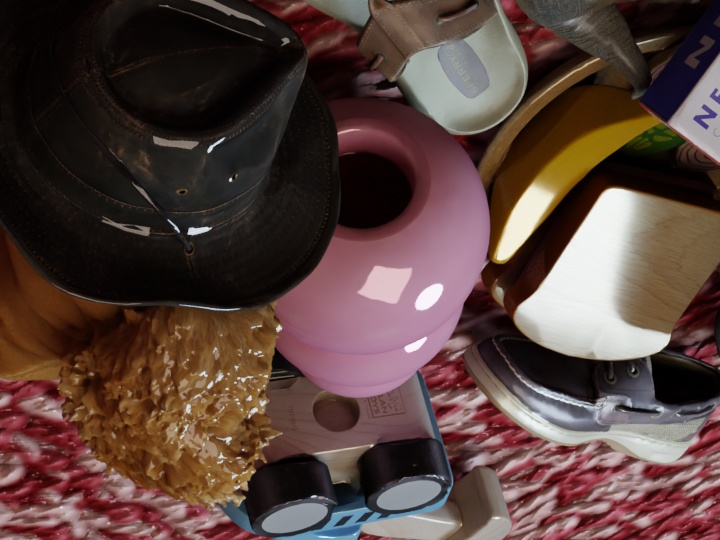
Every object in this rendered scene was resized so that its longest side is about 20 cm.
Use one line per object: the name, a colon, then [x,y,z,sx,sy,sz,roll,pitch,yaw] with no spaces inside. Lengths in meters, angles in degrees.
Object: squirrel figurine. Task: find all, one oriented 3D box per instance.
squirrel figurine: [-0.116,0.017,1.290,0.141,0.200,0.187,-4,153,-39]

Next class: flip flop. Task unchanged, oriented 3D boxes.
flip flop: [0.028,-0.113,1.315,0.081,0.058,0.200,-30,143,9]

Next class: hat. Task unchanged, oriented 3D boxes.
hat: [-0.078,-0.078,1.191,0.200,0.201,0.081,6,147,-34]

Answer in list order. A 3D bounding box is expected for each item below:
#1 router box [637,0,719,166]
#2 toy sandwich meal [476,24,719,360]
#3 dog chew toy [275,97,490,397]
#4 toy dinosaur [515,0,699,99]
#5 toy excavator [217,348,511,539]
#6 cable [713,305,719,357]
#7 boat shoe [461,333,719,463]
router box: [0.263,-0.104,1.349,0.179,0.049,0.200,34,96,-19]
toy sandwich meal: [0.145,-0.040,1.459,0.205,0.070,0.205,-15,142,-12]
dog chew toy: [0.000,0.000,1.394,0.124,0.125,0.200,-18,156,-8]
toy dinosaur: [0.102,-0.157,1.308,0.102,0.077,0.200,-10,147,1]
toy excavator: [0.003,0.113,1.566,0.194,0.100,0.200,-8,154,-17]
cable: [0.293,0.019,1.619,0.199,0.051,0.163,-9,140,-24]
boat shoe: [0.135,0.059,1.580,0.200,0.072,0.065,18,121,-47]
